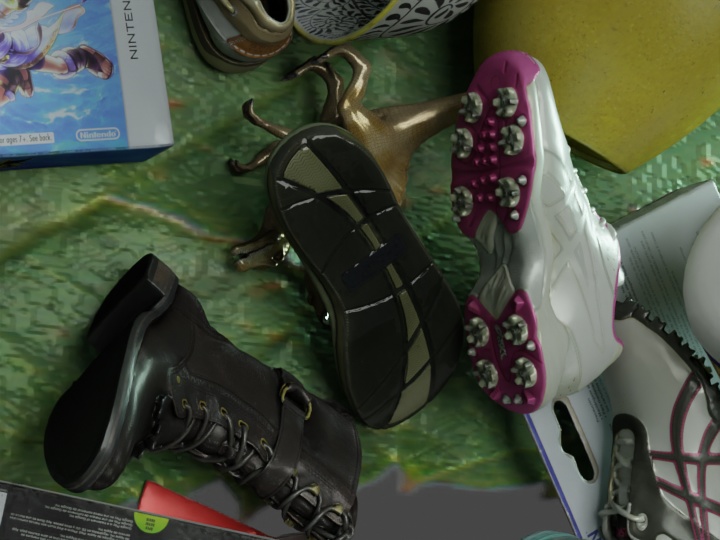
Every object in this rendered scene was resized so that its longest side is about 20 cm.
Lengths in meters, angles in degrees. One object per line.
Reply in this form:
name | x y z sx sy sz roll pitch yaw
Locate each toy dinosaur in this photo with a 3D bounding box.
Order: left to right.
toy dinosaur | -0.002 -0.077 1.387 0.199 0.058 0.102 -33 97 -4

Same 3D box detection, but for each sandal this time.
sandal | 0.001 -0.001 1.359 0.079 0.057 0.202 -29 121 -14

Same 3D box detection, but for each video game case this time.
video game case | -0.207 -0.145 1.298 0.199 0.045 0.183 -6 83 -30

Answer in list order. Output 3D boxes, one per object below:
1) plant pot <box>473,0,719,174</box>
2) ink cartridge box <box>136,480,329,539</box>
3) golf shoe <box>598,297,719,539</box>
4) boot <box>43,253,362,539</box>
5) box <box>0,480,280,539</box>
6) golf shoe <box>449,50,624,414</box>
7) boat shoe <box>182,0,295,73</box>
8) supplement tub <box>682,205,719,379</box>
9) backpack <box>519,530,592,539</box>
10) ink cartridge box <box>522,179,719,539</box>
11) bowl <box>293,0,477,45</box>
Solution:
plant pot | 0.143 -0.143 1.430 0.199 0.200 0.143 29 90 -22
ink cartridge box | -0.064 0.235 1.310 0.175 0.045 0.201 27 68 -24
golf shoe | 0.175 0.114 1.407 0.088 0.077 0.201 -28 95 -20
boot | -0.069 0.089 1.282 0.174 0.069 0.200 40 30 -15
box | -0.109 0.138 1.224 0.198 0.110 0.035 12 83 -4
golf shoe | 0.102 -0.025 1.361 0.091 0.075 0.202 -12 105 -35
boat shoe | -0.083 -0.215 1.366 0.074 0.068 0.201 -23 89 -28
supplement tub | 0.280 0.049 1.399 0.146 0.145 0.200 -60 140 -24
backpack | 0.117 0.244 1.339 0.176 0.153 0.201 -45 129 -26
ink cartridge box | 0.173 0.072 1.476 0.199 0.043 0.198 -26 95 -28
bowl | 0.042 -0.211 1.365 0.094 0.200 0.202 15 74 -30
